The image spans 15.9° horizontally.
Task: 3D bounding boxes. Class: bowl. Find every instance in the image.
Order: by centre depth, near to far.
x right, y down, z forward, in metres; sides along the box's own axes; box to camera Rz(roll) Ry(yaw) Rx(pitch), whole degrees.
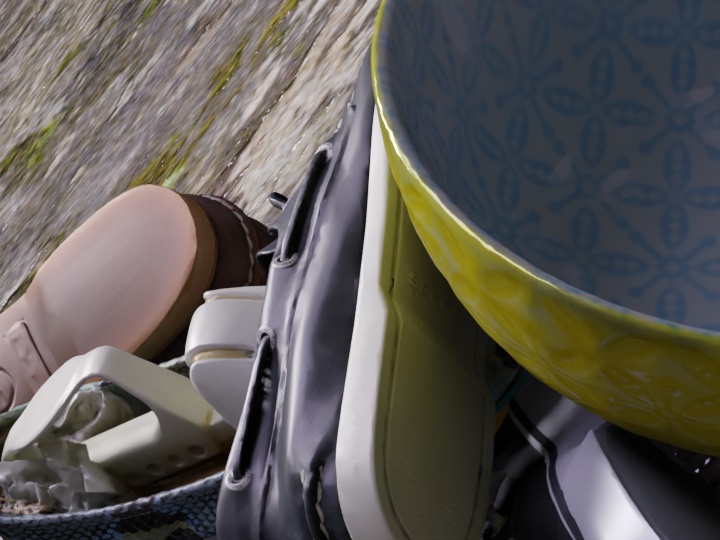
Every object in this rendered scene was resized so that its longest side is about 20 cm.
[{"bbox_3d":[0.104,-0.018,0.649,0.108,0.200,0.200,86,-160,-46],"label":"bowl"}]

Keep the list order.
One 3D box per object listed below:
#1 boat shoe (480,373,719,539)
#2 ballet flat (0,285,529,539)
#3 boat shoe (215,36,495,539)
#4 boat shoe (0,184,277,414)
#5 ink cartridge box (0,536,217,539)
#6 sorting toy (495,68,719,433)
[{"bbox_3d":[0.058,0.075,0.668,0.068,0.074,0.199,-52,15,4],"label":"boat shoe"},{"bbox_3d":[-0.043,0.041,0.755,0.200,0.074,0.074,-27,28,32],"label":"ballet flat"},{"bbox_3d":[0.001,0.002,0.685,0.066,0.075,0.200,-17,48,29],"label":"boat shoe"},{"bbox_3d":[-0.105,0.045,0.866,0.200,0.070,0.071,-32,64,25],"label":"boat shoe"},{"bbox_3d":[-0.078,0.106,0.915,0.145,0.087,0.200,-46,21,12],"label":"ink cartridge box"},{"bbox_3d":[0.082,-0.041,0.847,0.199,0.070,0.200,-41,19,26],"label":"sorting toy"}]
